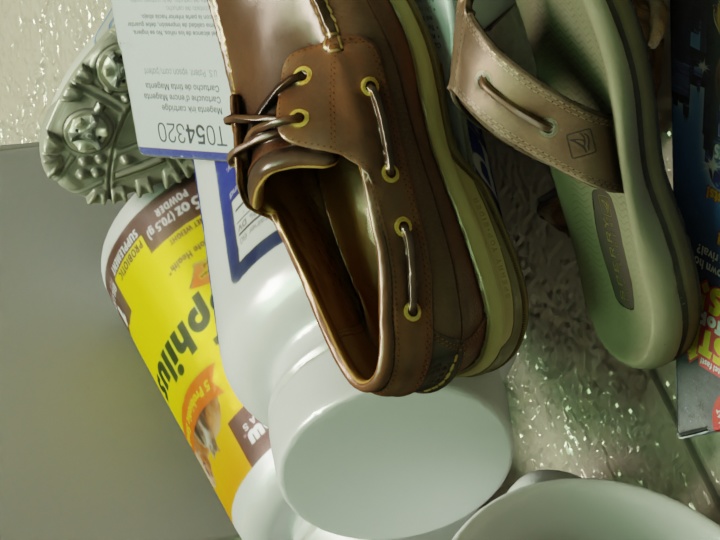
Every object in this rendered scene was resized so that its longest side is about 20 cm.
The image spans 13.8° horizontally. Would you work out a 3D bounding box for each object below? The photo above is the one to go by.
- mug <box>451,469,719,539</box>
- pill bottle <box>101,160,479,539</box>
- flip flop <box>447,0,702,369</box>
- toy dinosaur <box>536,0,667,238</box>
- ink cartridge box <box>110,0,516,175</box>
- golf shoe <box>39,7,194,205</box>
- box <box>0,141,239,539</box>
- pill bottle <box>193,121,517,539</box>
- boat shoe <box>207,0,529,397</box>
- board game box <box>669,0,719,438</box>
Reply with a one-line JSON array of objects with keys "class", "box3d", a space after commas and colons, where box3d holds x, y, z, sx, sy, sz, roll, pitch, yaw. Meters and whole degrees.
[{"class": "mug", "box3d": [0.072, 0.170, 1.140, 0.176, 0.147, 0.201, 111, 161, -46]}, {"class": "pill bottle", "box3d": [-0.026, 0.048, 1.271, 0.200, 0.109, 0.109, 58, 141, 30]}, {"class": "flip flop", "box3d": [0.063, -0.053, 1.014, 0.081, 0.057, 0.201, -143, 33, -65]}, {"class": "toy dinosaur", "box3d": [0.095, -0.084, 1.097, 0.200, 0.060, 0.107, 94, 151, -64]}, {"class": "ink cartridge box", "box3d": [-0.028, -0.140, 1.099, 0.196, 0.043, 0.201, 7, 112, 48]}, {"class": "golf shoe", "box3d": [-0.070, -0.117, 1.277, 0.200, 0.078, 0.097, -49, 30, -1]}, {"class": "box", "box3d": [-0.165, 0.046, 1.400, 0.171, 0.199, 0.200, -13, 86, 59]}, {"class": "pill bottle", "box3d": [0.000, 0.000, 1.157, 0.201, 0.119, 0.120, -100, 26, -43]}, {"class": "boat shoe", "box3d": [-0.011, -0.050, 1.034, 0.072, 0.067, 0.201, -30, 82, 49]}, {"class": "board game box", "box3d": [0.174, -0.017, 0.997, 0.200, 0.061, 0.201, 35, 127, 48]}]
